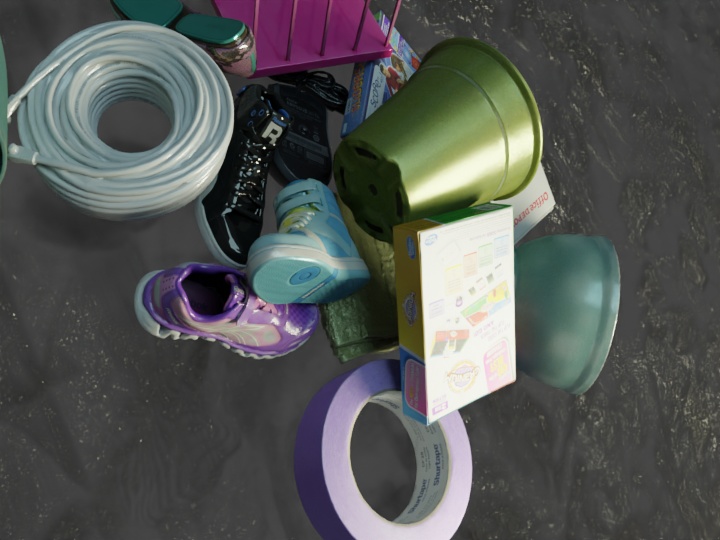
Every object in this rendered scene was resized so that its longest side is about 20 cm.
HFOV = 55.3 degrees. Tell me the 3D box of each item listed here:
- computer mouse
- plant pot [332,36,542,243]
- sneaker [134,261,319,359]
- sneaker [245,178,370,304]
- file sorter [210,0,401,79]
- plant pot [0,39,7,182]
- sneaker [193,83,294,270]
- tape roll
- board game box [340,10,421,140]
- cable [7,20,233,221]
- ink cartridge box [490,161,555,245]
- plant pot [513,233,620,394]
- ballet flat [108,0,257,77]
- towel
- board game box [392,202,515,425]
[{"bbox_3d":[-0.076,-0.167,0.834,0.136,0.052,0.205,23,50,-30],"label":"computer mouse"},{"bbox_3d":[0.073,-0.129,0.781,0.188,0.199,0.203,-36,92,-30],"label":"plant pot"},{"bbox_3d":[-0.121,0.036,0.693,0.196,0.088,0.083,12,63,-32],"label":"sneaker"},{"bbox_3d":[-0.070,-0.039,0.699,0.133,0.078,0.199,66,17,15],"label":"sneaker"},{"bbox_3d":[-0.061,-0.337,0.813,0.195,0.127,0.141,-16,62,-24],"label":"file sorter"},{"bbox_3d":[-0.373,-0.165,0.535,0.196,0.201,0.165,11,53,-30],"label":"plant pot"},{"bbox_3d":[-0.117,-0.112,0.719,0.072,0.111,0.205,19,52,-42],"label":"sneaker"},{"bbox_3d":[0.027,0.204,0.744,0.196,0.065,0.206,15,64,-31],"label":"tape roll"},{"bbox_3d":[0.041,-0.223,0.917,0.135,0.034,0.205,38,51,-40],"label":"board game box"},{"bbox_3d":[-0.222,-0.143,0.665,0.196,0.070,0.203,27,66,0],"label":"cable"},{"bbox_3d":[0.174,-0.147,0.949,0.146,0.084,0.205,-34,107,-40],"label":"ink cartridge box"},{"bbox_3d":[0.231,0.044,0.888,0.130,0.202,0.205,11,62,-1],"label":"plant pot"},{"bbox_3d":[-0.195,-0.255,0.754,0.196,0.072,0.070,24,59,21],"label":"ballet flat"},{"bbox_3d":[0.000,0.000,0.825,0.145,0.036,0.206,-8,77,-35],"label":"towel"},{"bbox_3d":[0.106,0.042,0.740,0.150,0.040,0.207,-15,108,-38],"label":"board game box"}]
